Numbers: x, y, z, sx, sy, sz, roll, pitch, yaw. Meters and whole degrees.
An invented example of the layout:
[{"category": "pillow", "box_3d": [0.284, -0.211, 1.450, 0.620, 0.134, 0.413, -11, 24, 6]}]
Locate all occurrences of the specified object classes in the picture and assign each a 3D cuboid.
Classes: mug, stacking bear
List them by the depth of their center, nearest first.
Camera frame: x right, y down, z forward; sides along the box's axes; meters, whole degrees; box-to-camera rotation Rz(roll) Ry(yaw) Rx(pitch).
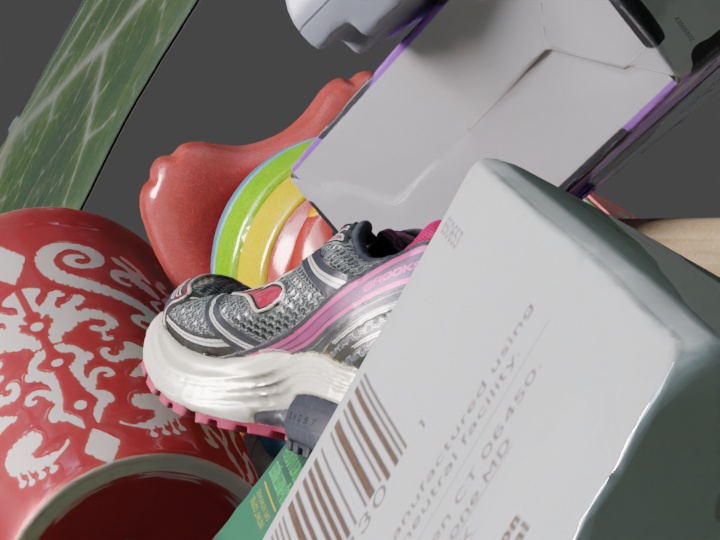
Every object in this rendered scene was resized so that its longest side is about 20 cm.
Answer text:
[{"category": "stacking bear", "box_3d": [0.000, 0.000, 1.039, 0.121, 0.114, 0.200, -23, 11, -9]}, {"category": "mug", "box_3d": [-0.125, 0.082, 1.070, 0.200, 0.176, 0.134, -129, 23, -60]}]

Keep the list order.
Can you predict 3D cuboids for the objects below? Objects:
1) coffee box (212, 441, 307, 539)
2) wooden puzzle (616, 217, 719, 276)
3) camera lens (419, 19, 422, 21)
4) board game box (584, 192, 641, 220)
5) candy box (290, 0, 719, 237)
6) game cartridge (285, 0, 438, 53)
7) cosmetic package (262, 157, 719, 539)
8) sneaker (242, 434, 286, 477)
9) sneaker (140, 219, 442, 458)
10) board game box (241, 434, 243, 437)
[{"category": "coffee box", "box_3d": [-0.055, 0.154, 0.896, 0.200, 0.044, 0.123, -53, 16, 7]}, {"category": "wooden puzzle", "box_3d": [0.085, 0.074, 0.805, 0.200, 0.037, 0.186, -3, 66, 62]}, {"category": "camera lens", "box_3d": [0.079, -0.198, 1.112, 0.160, 0.160, 0.200, -46, 10, 48]}, {"category": "board game box", "box_3d": [0.059, 0.082, 0.946, 0.201, 0.040, 0.153, -61, 14, 8]}, {"category": "candy box", "box_3d": [0.095, -0.089, 0.903, 0.200, 0.072, 0.168, -37, -5, -38]}, {"category": "game cartridge", "box_3d": [0.070, -0.141, 0.864, 0.133, 0.041, 0.200, -37, -1, 39]}, {"category": "cosmetic package", "box_3d": [0.079, 0.107, 0.495, 0.168, 0.199, 0.166, -61, 13, 6]}, {"category": "sneaker", "box_3d": [-0.022, 0.100, 1.108, 0.200, 0.075, 0.087, 151, 140, -86]}, {"category": "sneaker", "box_3d": [-0.003, 0.020, 0.873, 0.200, 0.080, 0.075, 9, 88, 61]}, {"category": "board game box", "box_3d": [-0.051, 0.109, 1.306, 0.201, 0.034, 0.126, -67, 15, -16]}]
